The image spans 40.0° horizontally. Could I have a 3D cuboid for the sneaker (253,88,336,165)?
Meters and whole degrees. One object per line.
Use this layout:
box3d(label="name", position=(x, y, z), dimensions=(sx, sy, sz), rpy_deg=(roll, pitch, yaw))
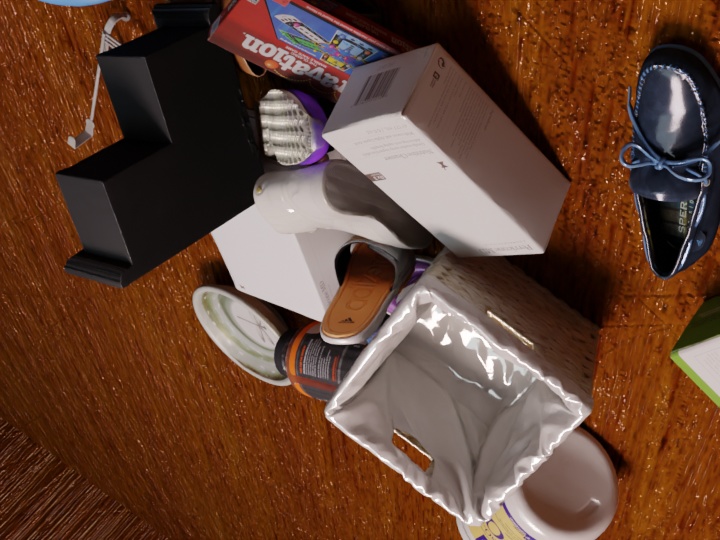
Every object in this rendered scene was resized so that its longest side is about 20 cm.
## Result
box3d(label="sneaker", position=(-0.041, -0.145, 0.962), dimensions=(0.200, 0.099, 0.070), rpy_deg=(-146, 50, -71))

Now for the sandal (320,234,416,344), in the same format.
box3d(label="sandal", position=(0.008, 0.000, 1.035), dimensions=(0.079, 0.207, 0.059), rpy_deg=(1, 121, 15))

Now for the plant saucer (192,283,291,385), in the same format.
box3d(label="plant saucer", position=(-0.161, 0.085, 1.478), dimensions=(0.200, 0.050, 0.200), rpy_deg=(29, 148, 21))

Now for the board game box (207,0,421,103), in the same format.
box3d(label="board game box", position=(-0.024, -0.191, 0.872), dimensions=(0.199, 0.020, 0.103), rpy_deg=(22, 152, -25))

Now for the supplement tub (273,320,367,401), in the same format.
box3d(label="supplement tub", position=(-0.027, 0.123, 1.310), dimensions=(0.200, 0.107, 0.107), rpy_deg=(8, 136, 45))

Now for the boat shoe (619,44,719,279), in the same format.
box3d(label="boat shoe", position=(0.246, -0.074, 0.758), dimensions=(0.084, 0.069, 0.200), rpy_deg=(13, 139, 41))

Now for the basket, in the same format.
box3d(label="basket", position=(0.106, 0.104, 0.988), dimensions=(0.198, 0.161, 0.200), rpy_deg=(37, 120, 2))

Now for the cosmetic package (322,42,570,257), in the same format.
box3d(label="cosmetic package", position=(0.078, -0.097, 0.866), dimensions=(0.200, 0.081, 0.113), rpy_deg=(40, 154, -30))

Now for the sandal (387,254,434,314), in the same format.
box3d(label="sandal", position=(0.088, 0.034, 1.085), dimensions=(0.202, 0.050, 0.083), rpy_deg=(15, 110, 30))

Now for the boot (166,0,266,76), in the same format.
box3d(label="boot", position=(-0.144, -0.223, 1.003), dimensions=(0.155, 0.074, 0.200), rpy_deg=(32, 149, 35))

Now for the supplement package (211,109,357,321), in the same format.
box3d(label="supplement package", position=(-0.088, -0.063, 1.133), dimensions=(0.155, 0.111, 0.200), rpy_deg=(18, 144, 36))

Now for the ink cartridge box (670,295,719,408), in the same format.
box3d(label="ink cartridge box", position=(0.375, 0.071, 0.791), dimensions=(0.148, 0.076, 0.200), rpy_deg=(45, 149, -3))

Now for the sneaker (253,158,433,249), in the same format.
box3d(label="sneaker", position=(-0.017, -0.065, 1.000), dimensions=(0.115, 0.074, 0.200), rpy_deg=(-3, 166, 38))

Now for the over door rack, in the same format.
box3d(label="over door rack", position=(-0.261, -0.193, 1.194), dimensions=(0.148, 0.067, 0.200), rpy_deg=(38, 130, 7))

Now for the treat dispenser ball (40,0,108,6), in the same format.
box3d(label="treat dispenser ball", position=(-0.262, -0.339, 0.880), dimensions=(0.200, 0.201, 0.201), rpy_deg=(30, 149, 20))

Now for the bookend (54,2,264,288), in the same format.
box3d(label="bookend", position=(-0.205, -0.121, 0.925), dimensions=(0.092, 0.200, 0.199), rpy_deg=(12, 127, 39))

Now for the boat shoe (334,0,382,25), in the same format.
box3d(label="boat shoe", position=(-0.068, -0.265, 0.881), dimensions=(0.199, 0.073, 0.065), rpy_deg=(28, 138, -11))

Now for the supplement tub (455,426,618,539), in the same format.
box3d(label="supplement tub", position=(0.205, 0.276, 1.194), dimensions=(0.145, 0.145, 0.200), rpy_deg=(39, 150, 5))

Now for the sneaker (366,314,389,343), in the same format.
box3d(label="sneaker", position=(0.089, 0.076, 1.159), dimensions=(0.199, 0.075, 0.079), rpy_deg=(20, 136, 20))
